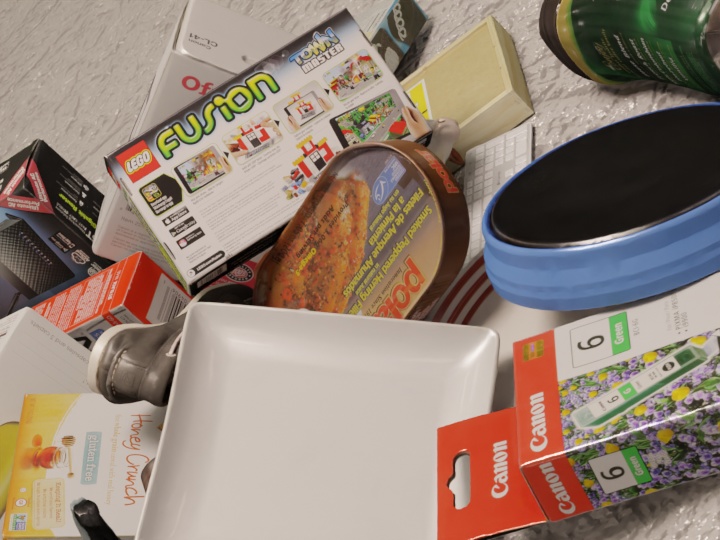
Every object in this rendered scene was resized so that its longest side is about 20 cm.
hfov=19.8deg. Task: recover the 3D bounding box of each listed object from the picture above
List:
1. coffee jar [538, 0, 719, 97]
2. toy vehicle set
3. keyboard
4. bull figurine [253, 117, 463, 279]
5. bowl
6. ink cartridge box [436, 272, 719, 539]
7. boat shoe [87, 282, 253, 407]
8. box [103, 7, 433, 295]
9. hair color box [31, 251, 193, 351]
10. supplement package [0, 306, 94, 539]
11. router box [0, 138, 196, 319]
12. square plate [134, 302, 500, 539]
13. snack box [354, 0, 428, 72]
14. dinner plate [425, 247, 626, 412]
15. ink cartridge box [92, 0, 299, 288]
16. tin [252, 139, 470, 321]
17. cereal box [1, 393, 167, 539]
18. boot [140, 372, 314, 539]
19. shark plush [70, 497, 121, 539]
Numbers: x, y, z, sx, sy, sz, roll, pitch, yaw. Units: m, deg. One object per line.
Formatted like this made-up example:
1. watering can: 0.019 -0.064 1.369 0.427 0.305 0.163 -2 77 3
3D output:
1. coffee jar: 0.208 -0.173 1.385 0.104 0.085 0.200 -52 28 -13
2. toy vehicle set: 0.038 -0.102 1.587 0.200 0.027 0.124 -36 29 19
3. keyboard: 0.094 -0.033 1.435 0.056 0.011 0.200 -30 32 27
4. bull figurine: 0.007 -0.024 1.484 0.200 0.065 0.121 -39 32 15
5. bowl: 0.167 -0.043 1.243 0.200 0.039 0.201 -19 22 8
6. ink cartridge box: 0.126 0.079 1.154 0.200 0.050 0.109 -19 35 16
7. boat shoe: -0.109 0.056 1.400 0.057 0.200 0.067 20 109 23
8. box: -0.062 -0.082 1.419 0.200 0.110 0.035 -32 -11 -10
9. hair color box: -0.209 0.074 1.602 0.200 0.111 0.064 -25 34 35
10. supplement package: -0.257 0.161 1.485 0.151 0.152 0.200 -23 34 54
11. router box: -0.244 0.006 1.639 0.150 0.200 0.062 -28 33 30
12. square plate: -0.021 0.107 1.241 0.198 0.028 0.200 5 48 5
13. snack box: -0.027 -0.143 1.679 0.116 0.037 0.200 -27 22 39
14. dinner plate: 0.112 0.037 1.296 0.200 0.024 0.200 -31 34 24
15. ink cartridge box: -0.099 -0.084 1.542 0.086 0.147 0.200 -85 18 -53
16. tin: 0.000 0.000 1.373 0.112 0.042 0.200 54 129 24
17. cereal box: -0.128 0.137 1.363 0.200 0.040 0.144 -2 36 -2
18. boot: -0.034 0.149 1.274 0.200 0.070 0.146 -25 58 -28
19. shark plush: -0.148 0.219 1.263 0.083 0.200 0.091 1 57 14
